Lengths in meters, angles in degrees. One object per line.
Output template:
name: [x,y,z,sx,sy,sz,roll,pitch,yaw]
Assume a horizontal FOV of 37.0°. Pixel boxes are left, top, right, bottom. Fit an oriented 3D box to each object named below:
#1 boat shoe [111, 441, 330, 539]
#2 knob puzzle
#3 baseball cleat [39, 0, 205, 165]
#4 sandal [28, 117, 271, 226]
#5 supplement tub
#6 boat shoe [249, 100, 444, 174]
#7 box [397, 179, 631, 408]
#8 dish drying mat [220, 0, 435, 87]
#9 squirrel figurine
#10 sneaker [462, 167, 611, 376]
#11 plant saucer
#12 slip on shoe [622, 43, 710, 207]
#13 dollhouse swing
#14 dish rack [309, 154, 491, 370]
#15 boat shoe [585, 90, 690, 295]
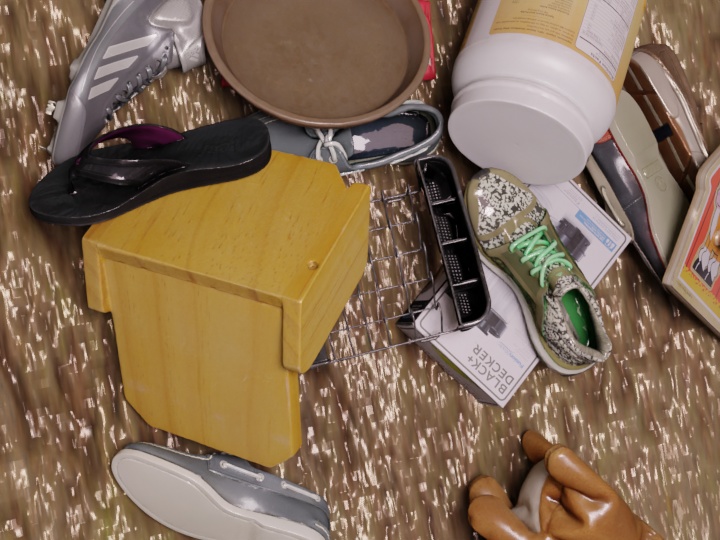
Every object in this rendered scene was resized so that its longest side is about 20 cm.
boat shoe: [-0.116,0.191,0.926,0.198,0.073,0.062,25,40,-5]
knob puzzle: [0.361,-0.044,0.999,0.218,0.030,0.223,-15,111,-42]
baseball cleat: [-0.189,-0.170,0.905,0.105,0.070,0.203,21,84,-11]
sandal: [-0.170,-0.092,0.856,0.198,0.076,0.048,-17,137,-7]
supplement tub: [0.162,-0.193,0.932,0.143,0.145,0.202,25,69,-11]
boat shoe: [-0.021,-0.118,0.939,0.197,0.062,0.074,-6,89,-14]
box: [0.140,0.011,0.982,0.117,0.060,0.200,43,80,-9]
dish drying mat: [-0.029,-0.206,0.970,0.197,0.018,0.078,-4,90,-14]
squirrel figurine: [0.163,0.269,0.944,0.200,0.141,0.187,41,86,-6]
sneaker: [0.160,-0.002,0.911,0.076,0.089,0.201,-34,95,-12]
plant saucer: [-0.038,-0.201,0.926,0.197,0.030,0.203,5,61,-10]
slip on shoe: [0.304,-0.120,1.025,0.060,0.076,0.202,-27,90,-29]
dollhouse swing: [-0.100,0.025,0.891,0.197,0.177,0.183,13,50,22]
dish rack: [0.000,0.000,0.918,0.197,0.055,0.156,-14,70,-1]
boat shoe: [0.257,-0.066,1.004,0.071,0.062,0.202,-24,88,-43]
